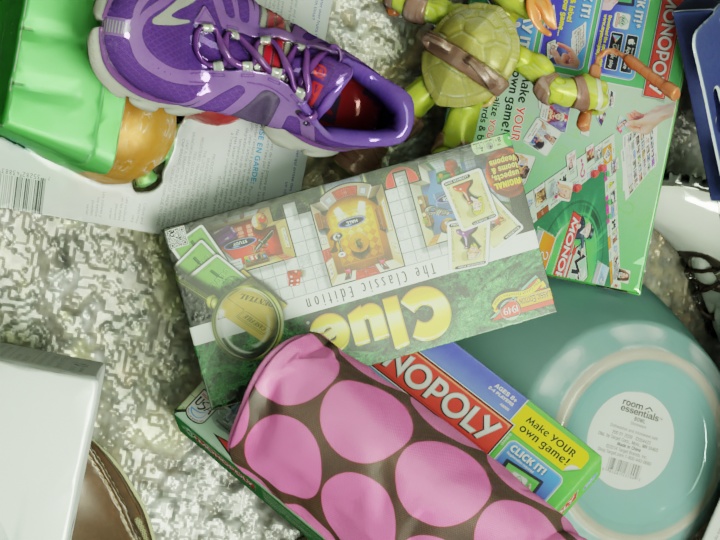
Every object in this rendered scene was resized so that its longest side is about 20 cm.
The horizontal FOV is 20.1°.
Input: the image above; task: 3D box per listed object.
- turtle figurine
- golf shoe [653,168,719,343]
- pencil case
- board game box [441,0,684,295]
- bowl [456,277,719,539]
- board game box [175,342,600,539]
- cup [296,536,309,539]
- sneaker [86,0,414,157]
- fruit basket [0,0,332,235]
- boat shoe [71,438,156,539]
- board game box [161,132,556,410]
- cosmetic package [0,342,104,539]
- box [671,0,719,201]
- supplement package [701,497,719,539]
[{"bbox_3d":[0.067,-0.105,1.158,0.200,0.064,0.162,33,94,12],"label":"turtle figurine"},{"bbox_3d":[0.233,0.003,1.258,0.200,0.078,0.095,26,85,-19],"label":"golf shoe"},{"bbox_3d":[0.022,0.123,1.049,0.091,0.200,0.094,-22,145,-51],"label":"pencil case"},{"bbox_3d":[0.119,-0.096,1.202,0.134,0.029,0.201,12,90,4],"label":"board game box"},{"bbox_3d":[0.144,0.099,1.216,0.200,0.105,0.202,-2,96,-21],"label":"bowl"},{"bbox_3d":[0.014,0.096,1.131,0.200,0.029,0.135,37,72,20],"label":"board game box"},{"bbox_3d":[0.022,0.256,1.161,0.200,0.143,0.201,-2,95,-21],"label":"cup"},{"bbox_3d":[-0.051,-0.111,1.064,0.200,0.083,0.081,14,88,-39],"label":"sneaker"},{"bbox_3d":[-0.112,-0.114,1.125,0.199,0.094,0.186,8,92,-37],"label":"fruit basket"},{"bbox_3d":[-0.135,0.182,1.131,0.075,0.075,0.203,-23,102,-18],"label":"boat shoe"},{"bbox_3d":[0.000,0.000,1.119,0.199,0.023,0.105,-16,95,-5],"label":"board game box"},{"bbox_3d":[-0.247,0.128,1.037,0.199,0.123,0.200,12,90,-6],"label":"cosmetic package"},{"bbox_3d":[0.233,-0.125,1.207,0.200,0.032,0.122,-45,126,-47],"label":"box"},{"bbox_3d":[0.285,0.106,1.188,0.111,0.156,0.201,25,122,14],"label":"supplement package"}]
